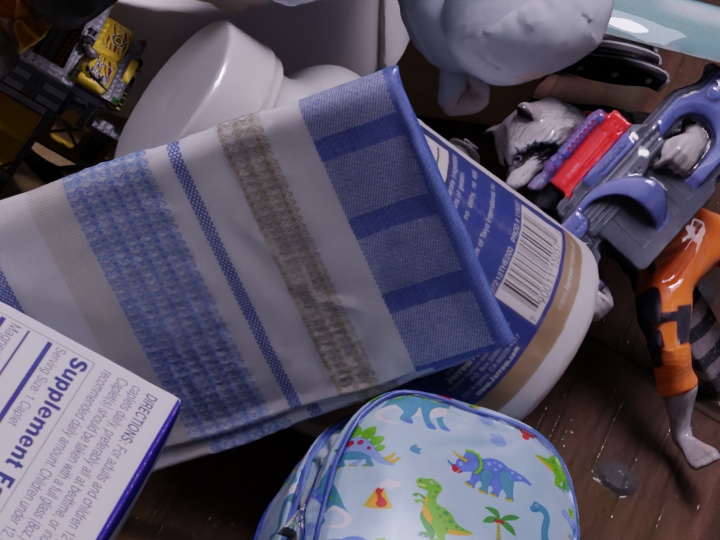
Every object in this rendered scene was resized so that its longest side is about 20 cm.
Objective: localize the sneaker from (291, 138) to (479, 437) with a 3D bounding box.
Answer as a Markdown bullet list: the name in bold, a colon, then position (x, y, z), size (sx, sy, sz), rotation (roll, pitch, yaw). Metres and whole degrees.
- **sneaker**: position (0.000, 0.000, 1.282), size (0.075, 0.082, 0.200), rotation (30, 40, 1)

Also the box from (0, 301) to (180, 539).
- **box**: position (-0.201, 0.088, 1.053), size (0.200, 0.105, 0.184), rotation (28, 39, 0)

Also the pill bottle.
- **pill bottle**: position (-0.004, -0.018, 1.171), size (0.200, 0.111, 0.111), rotation (35, 36, -22)

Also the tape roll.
- **tape roll**: position (-0.070, -0.155, 1.338), size (0.202, 0.071, 0.203), rotation (0, 38, 0)

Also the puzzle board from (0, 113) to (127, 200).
- **puzzle board**: position (-0.170, -0.056, 1.293), size (0.200, 0.017, 0.151), rotation (-10, 53, -38)

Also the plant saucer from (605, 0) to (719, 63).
- **plant saucer**: position (0.129, -0.131, 1.355), size (0.200, 0.027, 0.200), rotation (15, 7, -2)

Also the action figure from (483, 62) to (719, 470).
- **action figure**: position (0.121, 0.003, 1.318), size (0.200, 0.105, 0.194), rotation (-39, 100, -8)

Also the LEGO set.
- **LEGO set**: position (-0.120, -0.033, 1.194), size (0.154, 0.116, 0.200), rotation (36, 46, -5)

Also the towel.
- **towel**: position (-0.052, 0.006, 1.106), size (0.200, 0.147, 0.024), rotation (-19, 31, 11)

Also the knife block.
- **knife block**: position (0.063, -0.116, 1.455), size (0.176, 0.064, 0.200), rotation (36, 40, 10)

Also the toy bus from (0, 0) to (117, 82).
- **toy bus**: position (-0.155, -0.165, 1.148), size (0.136, 0.200, 0.192), rotation (51, 20, -11)

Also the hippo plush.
- **hippo plush**: position (0.018, -0.135, 1.194), size (0.159, 0.200, 0.161), rotation (-48, 113, -15)

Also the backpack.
- **backpack**: position (0.020, 0.147, 1.111), size (0.163, 0.154, 0.200), rotation (16, 29, -5)
